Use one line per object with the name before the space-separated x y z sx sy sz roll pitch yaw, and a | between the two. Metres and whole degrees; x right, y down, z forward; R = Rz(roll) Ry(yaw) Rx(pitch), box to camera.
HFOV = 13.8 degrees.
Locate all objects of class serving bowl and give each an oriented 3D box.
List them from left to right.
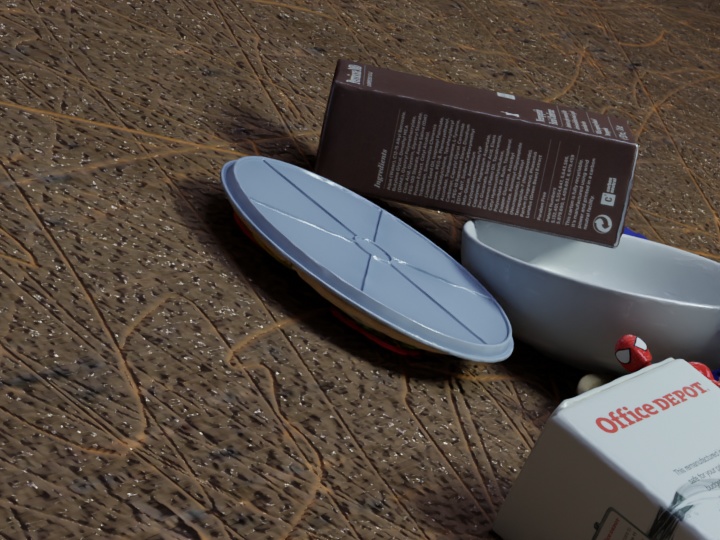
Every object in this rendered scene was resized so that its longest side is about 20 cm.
serving bowl | 0.154 0.024 1.852 0.199 0.066 0.200 11 12 -2

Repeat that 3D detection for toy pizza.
toy pizza | 0.000 0.000 1.728 0.200 0.032 0.200 30 15 -9

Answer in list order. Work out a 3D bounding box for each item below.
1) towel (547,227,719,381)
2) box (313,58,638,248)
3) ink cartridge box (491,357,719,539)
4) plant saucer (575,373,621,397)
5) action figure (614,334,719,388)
towel | 0.165 0.009 2.012 0.200 0.050 0.148 35 23 3
box | 0.073 -0.076 1.904 0.199 0.075 0.100 10 13 -2
ink cartridge box | 0.187 0.146 1.522 0.200 0.083 0.146 41 29 22
plant saucer | 0.205 0.131 1.749 0.199 0.030 0.200 32 16 -10
action figure | 0.201 0.100 1.664 0.200 0.065 0.052 48 -6 43
